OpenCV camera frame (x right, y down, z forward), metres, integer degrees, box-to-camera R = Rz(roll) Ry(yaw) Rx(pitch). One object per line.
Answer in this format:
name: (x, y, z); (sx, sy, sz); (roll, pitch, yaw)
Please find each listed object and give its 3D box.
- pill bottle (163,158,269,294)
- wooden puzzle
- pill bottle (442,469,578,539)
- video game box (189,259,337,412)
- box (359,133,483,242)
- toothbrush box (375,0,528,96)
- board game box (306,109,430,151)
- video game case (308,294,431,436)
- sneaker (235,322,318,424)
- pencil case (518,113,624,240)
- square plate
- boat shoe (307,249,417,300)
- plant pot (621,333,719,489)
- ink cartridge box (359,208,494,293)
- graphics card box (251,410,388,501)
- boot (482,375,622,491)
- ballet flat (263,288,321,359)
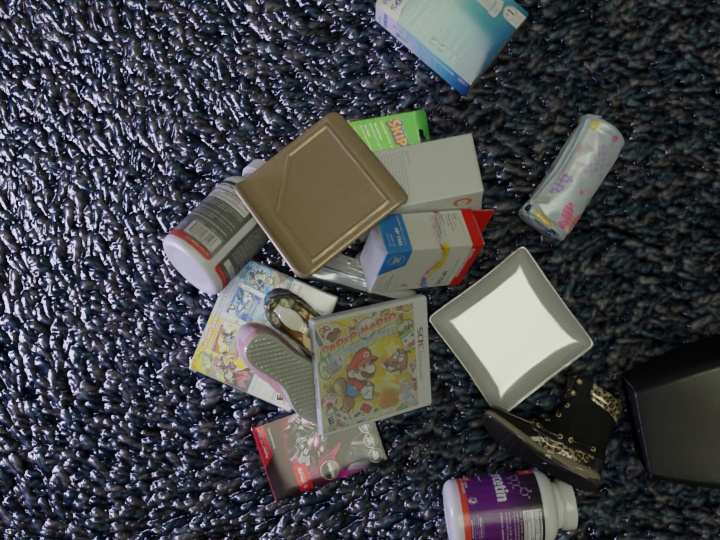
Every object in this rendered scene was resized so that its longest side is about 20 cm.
pill bottle: (-0.196, -0.071, 1.144); (0.116, 0.116, 0.200); (41, 65, 0)
wooden puzzle: (-0.058, -0.111, 1.085); (0.199, 0.037, 0.186); (-36, 71, -7)
pill bottle: (0.233, 0.376, 1.169); (0.197, 0.112, 0.114); (-7, 90, 0)
video game box: (-0.155, 0.100, 1.204); (0.180, 0.047, 0.202); (24, 90, -2)
box: (0.082, -0.124, 1.150); (0.197, 0.125, 0.099); (-10, 73, 3)
toothbrush box: (0.141, -0.404, 1.185); (0.199, 0.085, 0.147); (39, 91, 0)
board game box: (0.016, -0.198, 1.214); (0.197, 0.030, 0.097); (-9, 91, 3)
video game case: (0.020, 0.144, 1.148); (0.197, 0.023, 0.185); (-11, 105, -25)
sneaker: (-0.117, 0.152, 1.153); (0.075, 0.104, 0.200); (-48, 118, -9)
pencil case: (0.334, -0.147, 1.184); (0.090, 0.083, 0.201); (35, 89, -22)
square plate: (0.244, 0.099, 1.212); (0.197, 0.028, 0.201); (-36, 90, 1)
boat shoe: (0.000, 0.000, 1.189); (0.197, 0.074, 0.068); (15, 83, -5)
plant pot: (0.507, 0.222, 1.136); (0.175, 0.200, 0.203); (-12, 90, 11)
ink cartridge box: (0.109, -0.031, 1.138); (0.197, 0.117, 0.068); (-5, 59, -18)
graphics card box: (-0.064, 0.277, 1.201); (0.197, 0.051, 0.127); (-18, 89, -1)
boot: (0.306, 0.233, 1.172); (0.198, 0.074, 0.151); (28, 63, 17)
ballet flat: (-0.070, 0.103, 1.150); (0.199, 0.072, 0.072); (38, 90, -3)
